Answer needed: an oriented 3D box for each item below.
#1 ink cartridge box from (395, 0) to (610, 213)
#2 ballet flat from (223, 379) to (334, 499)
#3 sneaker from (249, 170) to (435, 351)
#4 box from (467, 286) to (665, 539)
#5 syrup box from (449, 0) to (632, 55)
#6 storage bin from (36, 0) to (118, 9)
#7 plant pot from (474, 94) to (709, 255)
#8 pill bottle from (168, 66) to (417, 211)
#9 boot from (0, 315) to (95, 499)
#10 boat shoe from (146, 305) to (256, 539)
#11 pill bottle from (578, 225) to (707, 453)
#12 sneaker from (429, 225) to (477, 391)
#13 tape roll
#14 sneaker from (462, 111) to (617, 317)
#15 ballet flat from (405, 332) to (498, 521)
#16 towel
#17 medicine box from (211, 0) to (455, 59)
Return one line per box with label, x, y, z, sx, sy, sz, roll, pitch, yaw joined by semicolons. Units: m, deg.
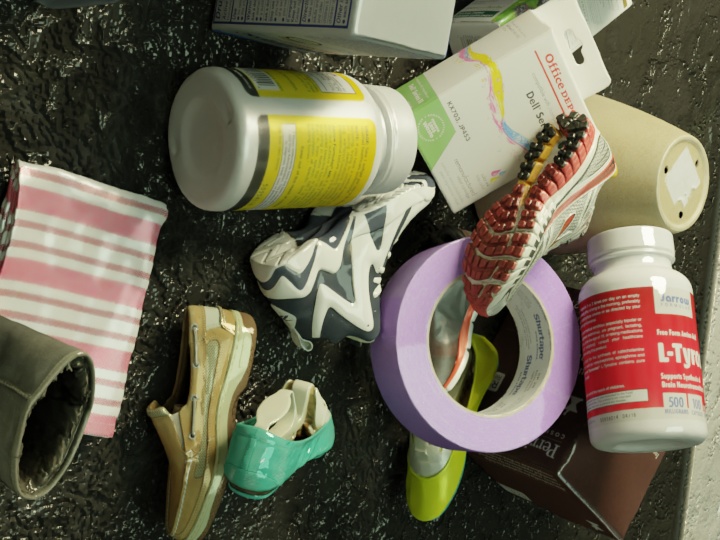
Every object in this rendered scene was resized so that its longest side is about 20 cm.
ink cartridge box;0.142;-0.160;1.119;0.198;0.068;0.118;-31;118;5
ballet flat;-0.060;0.134;1.033;0.200;0.066;0.072;-31;138;-73
sneaker;0.000;0.000;1.105;0.198;0.079;0.131;-37;123;-30
box;0.232;0.147;1.291;0.164;0.165;0.202;45;69;-40
syrup box;0.184;-0.262;1.212;0.199;0.078;0.082;-40;123;-29
storage bin;-0.182;-0.309;0.837;0.134;0.144;0.202;-43;126;-38
plant pot;0.247;-0.099;1.222;0.185;0.198;0.191;-8;102;-41
pill bottle;-0.053;-0.111;1.007;0.198;0.113;0.117;-5;103;-41
boot;-0.249;0.036;0.801;0.072;0.198;0.185;9;94;-43
boat shoe;-0.149;0.129;1.016;0.075;0.071;0.204;14;83;-29
pill bottle;0.267;0.067;1.141;0.111;0.111;0.204;13;68;-43
sneaker;0.070;0.047;1.198;0.081;0.077;0.203;30;73;-23
tape roll;0.111;0.071;1.140;0.197;0.065;0.204;2;84;-22
sneaker;0.169;-0.040;1.088;0.082;0.078;0.201;35;91;-33
ballet flat;0.084;0.154;1.225;0.067;0.066;0.202;44;64;-47
towel;-0.228;0.028;0.931;0.145;0.030;0.204;14;90;-48
medicine box;-0.016;-0.270;0.945;0.102;0.199;0.186;6;96;-40
